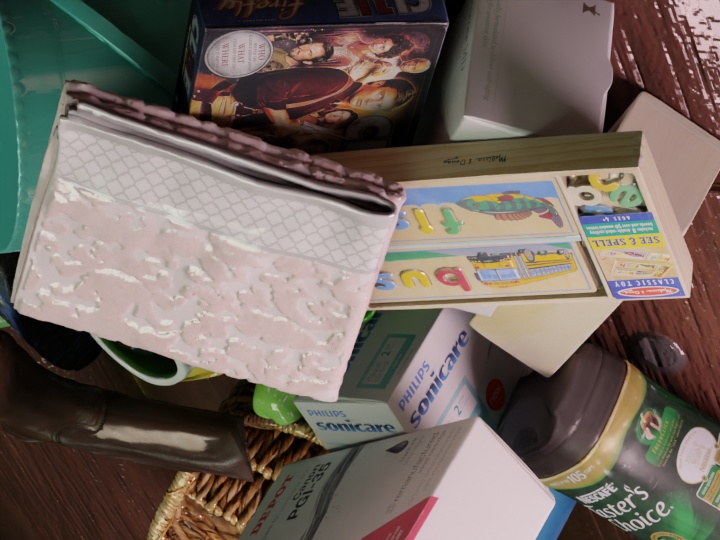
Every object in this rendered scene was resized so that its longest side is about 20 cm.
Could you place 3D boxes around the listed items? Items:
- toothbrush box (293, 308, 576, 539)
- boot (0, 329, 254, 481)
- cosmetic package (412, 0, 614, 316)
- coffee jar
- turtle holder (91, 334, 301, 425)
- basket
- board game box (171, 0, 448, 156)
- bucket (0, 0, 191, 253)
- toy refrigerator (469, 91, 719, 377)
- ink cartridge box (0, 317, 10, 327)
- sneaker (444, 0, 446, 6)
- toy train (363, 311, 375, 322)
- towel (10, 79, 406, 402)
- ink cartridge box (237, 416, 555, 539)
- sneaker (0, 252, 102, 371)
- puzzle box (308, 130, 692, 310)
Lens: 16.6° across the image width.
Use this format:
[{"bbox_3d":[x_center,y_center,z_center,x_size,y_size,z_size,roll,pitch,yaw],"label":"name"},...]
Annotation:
[{"bbox_3d":[0.063,0.102,1.639,0.085,0.147,0.200,-2,132,41],"label":"toothbrush box"},{"bbox_3d":[-0.164,0.096,1.683,0.200,0.064,0.186,15,169,0],"label":"boot"},{"bbox_3d":[0.074,-0.070,1.426,0.085,0.108,0.200,14,148,-8],"label":"cosmetic package"},{"bbox_3d":[0.190,0.126,1.592,0.200,0.085,0.104,31,157,-12],"label":"coffee jar"},{"bbox_3d":[-0.113,0.019,1.691,0.141,0.132,0.186,3,137,37],"label":"turtle holder"},{"bbox_3d":[-0.031,0.171,1.807,0.200,0.149,0.143,33,147,2],"label":"basket"},{"bbox_3d":[-0.038,-0.080,1.371,0.135,0.035,0.200,-4,143,-16],"label":"board game box"},{"bbox_3d":[-0.163,-0.106,1.483,0.134,0.208,0.207,-7,154,-21],"label":"bucket"},{"bbox_3d":[0.137,-0.020,1.481,0.070,0.076,0.200,34,148,-2],"label":"toy refrigerator"},{"bbox_3d":[-0.321,-0.052,1.818,0.145,0.088,0.200,-10,130,46],"label":"ink cartridge box"},{"bbox_3d":[0.012,-0.149,1.376,0.077,0.084,0.200,19,162,12],"label":"sneaker"},{"bbox_3d":[0.000,0.000,1.583,0.200,0.056,0.042,-31,132,26],"label":"toy train"},{"bbox_3d":[-0.088,-0.009,1.379,0.200,0.032,0.191,17,140,-3],"label":"towel"},{"bbox_3d":[0.003,0.183,1.526,0.083,0.147,0.200,47,143,-20],"label":"ink cartridge box"},{"bbox_3d":[-0.248,-0.010,1.723,0.200,0.075,0.078,53,158,-23],"label":"sneaker"},{"bbox_3d":[0.075,-0.024,1.373,0.200,0.025,0.133,-3,147,20],"label":"puzzle box"}]
